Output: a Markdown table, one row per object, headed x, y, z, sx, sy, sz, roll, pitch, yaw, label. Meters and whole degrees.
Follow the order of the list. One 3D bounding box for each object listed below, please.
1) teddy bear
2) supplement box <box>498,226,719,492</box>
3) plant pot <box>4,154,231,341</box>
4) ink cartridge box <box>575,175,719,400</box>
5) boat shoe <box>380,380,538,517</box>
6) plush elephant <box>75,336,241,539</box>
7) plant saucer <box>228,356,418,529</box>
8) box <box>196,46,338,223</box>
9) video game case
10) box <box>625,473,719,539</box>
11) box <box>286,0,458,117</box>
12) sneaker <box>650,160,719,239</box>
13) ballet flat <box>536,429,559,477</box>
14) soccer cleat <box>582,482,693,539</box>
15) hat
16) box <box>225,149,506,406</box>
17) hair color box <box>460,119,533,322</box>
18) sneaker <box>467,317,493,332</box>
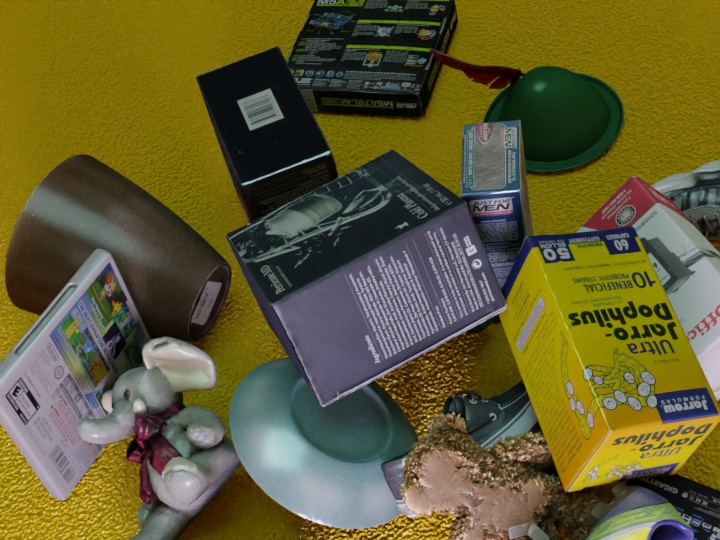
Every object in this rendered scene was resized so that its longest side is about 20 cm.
| x | y | z | sx | sy | sz | roll | pitch | yaw | label |
| --- | --- | --- | --- | --- | --- | --- | --- | --- | --- |
| 0.124 | 0.205 | 1.028 | 0.199 | 0.067 | 0.146 | 11 | 91 | -13 | teddy bear |
| 0.210 | 0.074 | 1.025 | 0.108 | 0.110 | 0.201 | -6 | 55 | -17 | supplement box |
| -0.250 | -0.003 | 1.285 | 0.199 | 0.187 | 0.187 | 24 | 58 | 13 | plant pot |
| 0.287 | 0.031 | 1.136 | 0.145 | 0.083 | 0.200 | -47 | 47 | 17 | ink cartridge box |
| 0.098 | 0.149 | 1.104 | 0.200 | 0.070 | 0.066 | -34 | 93 | -25 | boat shoe |
| -0.195 | 0.157 | 1.128 | 0.155 | 0.165 | 0.200 | 38 | 40 | 6 | plush elephant |
| -0.024 | 0.148 | 1.110 | 0.200 | 0.039 | 0.201 | 18 | 39 | -15 | plant saucer |
| -0.092 | -0.112 | 1.320 | 0.104 | 0.182 | 0.200 | -21 | 48 | -5 | box |
| -0.279 | 0.106 | 1.166 | 0.022 | 0.200 | 0.183 | 20 | 57 | 24 | video game case |
| 0.284 | 0.282 | 0.984 | 0.199 | 0.050 | 0.199 | 19 | 59 | 29 | box |
| 0.009 | -0.285 | 1.535 | 0.199 | 0.048 | 0.194 | 5 | 49 | 18 | box |
| 0.372 | -0.050 | 1.228 | 0.199 | 0.076 | 0.114 | -24 | 49 | -8 | sneaker |
| 0.190 | 0.168 | 1.094 | 0.200 | 0.063 | 0.069 | -32 | 51 | -14 | ballet flat |
| 0.195 | 0.260 | 0.954 | 0.084 | 0.065 | 0.200 | 31 | 64 | 32 | soccer cleat |
| 0.210 | -0.226 | 1.347 | 0.165 | 0.176 | 0.200 | 23 | 59 | 29 | hat |
| 0.000 | 0.000 | 1.119 | 0.196 | 0.124 | 0.200 | -29 | 26 | -8 | box |
| 0.143 | -0.046 | 1.196 | 0.060 | 0.200 | 0.100 | -3 | 49 | 10 | hair color box |
| 0.043 | 0.042 | 1.236 | 0.199 | 0.071 | 0.080 | 13 | 55 | 33 | sneaker |
